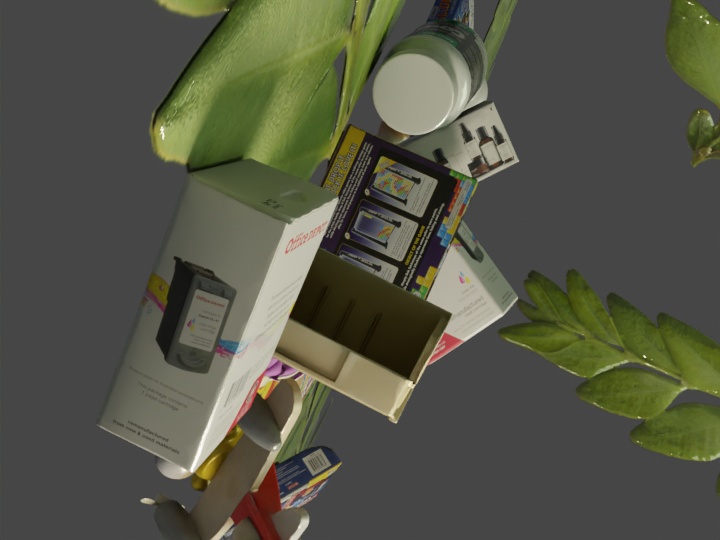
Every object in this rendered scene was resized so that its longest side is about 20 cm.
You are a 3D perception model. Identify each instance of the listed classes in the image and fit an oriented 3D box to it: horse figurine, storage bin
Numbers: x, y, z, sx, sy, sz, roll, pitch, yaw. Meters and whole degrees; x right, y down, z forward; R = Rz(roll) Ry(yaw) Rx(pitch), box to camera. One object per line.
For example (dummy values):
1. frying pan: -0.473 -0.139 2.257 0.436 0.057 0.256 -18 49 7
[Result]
1. horse figurine: 0.035 -0.161 1.451 0.200 0.050 0.133 -63 179 -13
2. storage bin: -0.026 0.046 1.007 0.094 0.200 0.199 -63 175 6

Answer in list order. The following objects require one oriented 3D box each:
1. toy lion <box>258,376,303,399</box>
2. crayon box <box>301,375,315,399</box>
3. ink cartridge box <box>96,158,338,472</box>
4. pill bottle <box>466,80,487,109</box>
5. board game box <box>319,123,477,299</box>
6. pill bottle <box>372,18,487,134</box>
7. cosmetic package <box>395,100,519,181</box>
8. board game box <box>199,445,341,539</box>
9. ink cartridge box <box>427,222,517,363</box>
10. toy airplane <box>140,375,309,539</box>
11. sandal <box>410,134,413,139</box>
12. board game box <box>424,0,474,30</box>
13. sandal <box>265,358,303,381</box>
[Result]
1. toy lion: -0.132 0.150 1.201 0.192 0.069 0.200 74 39 -70
2. crayon box: -0.096 0.138 1.454 0.173 0.058 0.200 -58 171 -51
3. ink cartridge box: -0.103 0.026 0.783 0.148 0.086 0.200 -42 155 -74
4. pill bottle: 0.144 -0.270 1.674 0.200 0.109 0.109 95 20 -73
5. board game box: 0.021 -0.043 1.214 0.200 0.165 0.057 -65 173 -2
6. pill bottle: 0.084 -0.233 1.263 0.200 0.113 0.113 -55 169 -64
7. cosmetic package: 0.084 -0.127 1.281 0.200 0.083 0.051 -27 -169 -1
8. board game box: -0.145 0.329 1.491 0.200 0.062 0.200 -26 162 -30
9. ink cartridge box: 0.088 0.005 1.400 0.148 0.200 0.086 -37 180 27
10. toy airplane: -0.129 0.197 1.000 0.199 0.141 0.200 -7 -113 59
11. sandal: 0.099 -0.172 1.463 0.076 0.043 0.200 -59 163 -20
12. board game box: 0.125 -0.303 1.459 0.200 0.034 0.135 82 26 -56
13. sandal: -0.073 0.089 1.154 0.203 0.050 0.083 -22 126 -67
